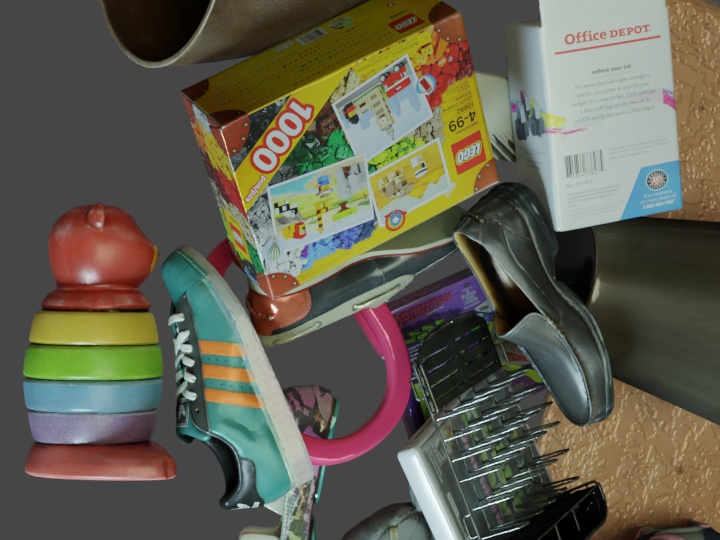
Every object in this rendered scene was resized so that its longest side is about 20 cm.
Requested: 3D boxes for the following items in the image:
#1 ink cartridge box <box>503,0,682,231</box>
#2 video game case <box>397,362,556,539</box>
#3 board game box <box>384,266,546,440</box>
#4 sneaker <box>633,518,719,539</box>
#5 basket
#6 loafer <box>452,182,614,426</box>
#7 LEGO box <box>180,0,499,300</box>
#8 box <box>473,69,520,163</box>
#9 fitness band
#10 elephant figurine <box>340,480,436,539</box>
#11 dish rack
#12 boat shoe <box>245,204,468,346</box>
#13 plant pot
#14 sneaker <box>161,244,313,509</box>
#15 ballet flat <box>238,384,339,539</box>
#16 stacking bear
[{"bbox_3d":[0.180,-0.141,1.474,0.114,0.068,0.202,-11,103,-20],"label":"ink cartridge box"},{"bbox_3d":[0.111,0.193,1.502,0.202,0.023,0.182,65,30,-9],"label":"video game case"},{"bbox_3d":[0.114,0.053,1.584,0.198,0.032,0.121,-22,110,-19],"label":"board game box"},{"bbox_3d":[0.246,0.260,1.627,0.199,0.082,0.071,-2,121,-39],"label":"sneaker"},{"bbox_3d":[0.251,0.030,1.559,0.198,0.136,0.182,12,91,-21],"label":"basket"},{"bbox_3d":[0.130,0.036,1.459,0.072,0.073,0.201,-31,96,-35],"label":"loafer"},{"bbox_3d":[-0.013,-0.096,1.375,0.199,0.077,0.150,-28,125,-16],"label":"LEGO box"},{"bbox_3d":[0.107,-0.124,1.526,0.198,0.082,0.069,6,96,-22],"label":"box"},{"bbox_3d":[-0.047,0.056,1.481,0.143,0.037,0.201,-36,91,-20],"label":"fitness band"},{"bbox_3d":[0.032,0.272,1.524,0.154,0.200,0.142,-28,67,0],"label":"elephant figurine"},{"bbox_3d":[0.113,0.129,1.467,0.153,0.054,0.202,-26,95,-61],"label":"dish rack"},{"bbox_3d":[0.000,0.000,1.455,0.199,0.071,0.063,-22,127,-27],"label":"boat shoe"},{"bbox_3d":[-0.066,-0.239,1.398,0.198,0.186,0.189,-1,99,-37],"label":"plant pot"},{"bbox_3d":[-0.110,0.082,1.403,0.079,0.071,0.202,-26,90,-17],"label":"sneaker"},{"bbox_3d":[-0.060,0.191,1.518,0.070,0.069,0.202,5,92,-5],"label":"ballet flat"},{"bbox_3d":[-0.195,0.051,1.414,0.112,0.121,0.202,1,89,-10],"label":"stacking bear"}]
